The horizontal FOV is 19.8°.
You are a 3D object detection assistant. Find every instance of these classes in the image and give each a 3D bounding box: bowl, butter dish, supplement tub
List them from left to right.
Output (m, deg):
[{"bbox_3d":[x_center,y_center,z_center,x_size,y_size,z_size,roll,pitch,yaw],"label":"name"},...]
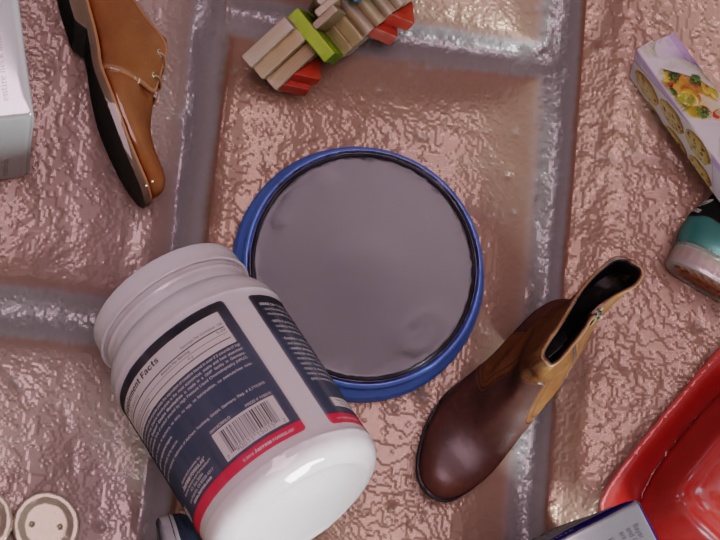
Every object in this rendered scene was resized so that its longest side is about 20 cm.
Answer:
[{"bbox_3d":[-0.092,0.095,1.480,0.140,0.141,0.201,-28,63,-14],"label":"supplement tub"},{"bbox_3d":[0.000,0.000,1.590,0.199,0.039,0.202,2,78,-9],"label":"bowl"},{"bbox_3d":[0.318,0.169,1.556,0.199,0.148,0.200,43,75,0],"label":"butter dish"}]

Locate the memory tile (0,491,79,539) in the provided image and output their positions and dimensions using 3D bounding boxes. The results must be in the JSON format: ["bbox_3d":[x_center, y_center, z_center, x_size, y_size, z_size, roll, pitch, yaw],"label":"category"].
[{"bbox_3d":[-0.311,0.230,1.502,0.198,0.017,0.155,8,78,-9],"label":"memory tile"}]

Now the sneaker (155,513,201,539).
[{"bbox_3d":[-0.055,0.248,1.509,0.145,0.077,0.203,-26,86,-10],"label":"sneaker"}]

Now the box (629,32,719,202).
[{"bbox_3d":[0.282,-0.100,1.626,0.038,0.042,0.201,-24,64,-14],"label":"box"}]

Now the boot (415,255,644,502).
[{"bbox_3d":[0.123,0.085,1.511,0.188,0.200,0.069,-42,88,-15],"label":"boot"}]

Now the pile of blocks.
[{"bbox_3d":[0.000,-0.200,1.608,0.200,0.082,0.062,-40,87,-15],"label":"pile of blocks"}]

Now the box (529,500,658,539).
[{"bbox_3d":[0.171,0.275,1.481,0.104,0.200,0.185,-26,84,-15],"label":"box"}]

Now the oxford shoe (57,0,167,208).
[{"bbox_3d":[-0.175,-0.147,1.575,0.071,0.071,0.202,-13,80,-17],"label":"oxford shoe"}]

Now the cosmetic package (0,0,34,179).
[{"bbox_3d":[-0.347,-0.157,1.496,0.198,0.166,0.169,-6,80,-12],"label":"cosmetic package"}]

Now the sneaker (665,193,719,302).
[{"bbox_3d":[0.345,0.007,1.632,0.199,0.071,0.080,29,80,-2],"label":"sneaker"}]
